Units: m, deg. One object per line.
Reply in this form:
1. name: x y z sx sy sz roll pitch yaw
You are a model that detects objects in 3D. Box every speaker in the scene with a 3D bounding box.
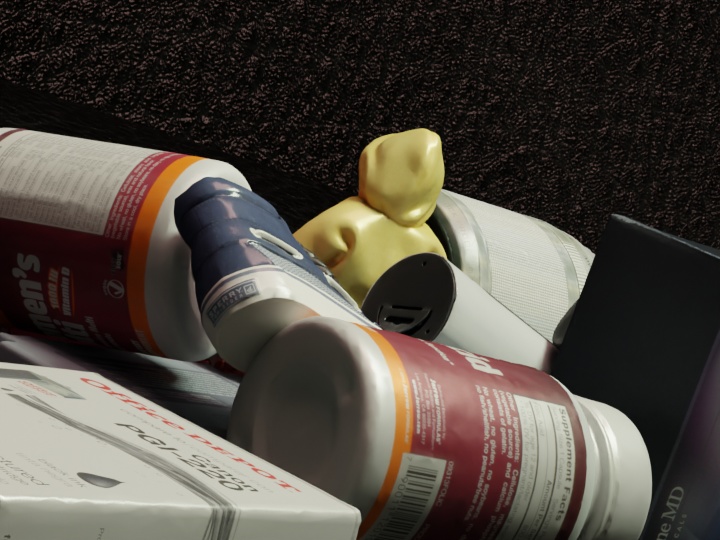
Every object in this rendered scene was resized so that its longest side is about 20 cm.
1. speaker: 0.087 0.068 1.402 0.200 0.081 0.081 37 -6 -39

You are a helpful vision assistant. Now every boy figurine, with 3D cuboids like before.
1. boy figurine: 0.000 0.000 1.411 0.124 0.200 0.064 14 7 -20

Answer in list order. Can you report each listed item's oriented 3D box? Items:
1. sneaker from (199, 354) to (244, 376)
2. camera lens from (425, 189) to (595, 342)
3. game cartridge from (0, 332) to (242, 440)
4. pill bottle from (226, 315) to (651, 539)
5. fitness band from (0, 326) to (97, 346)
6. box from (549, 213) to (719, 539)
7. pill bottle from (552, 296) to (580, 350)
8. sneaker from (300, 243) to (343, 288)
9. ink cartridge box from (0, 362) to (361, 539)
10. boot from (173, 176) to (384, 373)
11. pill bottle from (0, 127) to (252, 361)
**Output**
1. sneaker: -0.093 0.031 1.403 0.082 0.078 0.200 19 6 -25
2. camera lens: 0.074 0.029 1.584 0.200 0.160 0.160 15 8 -46
3. game cartridge: -0.097 0.079 1.157 0.133 0.041 0.200 20 5 37
4. pill bottle: 0.043 0.095 1.076 0.200 0.114 0.114 16 7 -39
5. fitness band: -0.168 -0.015 1.309 0.200 0.037 0.144 -1 43 -14
6. box: 0.211 0.096 1.235 0.198 0.200 0.123 15 8 -35
7. pill bottle: 0.219 0.089 1.391 0.200 0.112 0.112 47 1 -9
8. sneaker: -0.026 0.055 1.268 0.200 0.076 0.077 47 -21 14
9. ink cartridge box: -0.117 0.089 0.743 0.146 0.085 0.200 24 5 33
10. boot: -0.023 0.027 1.129 0.200 0.073 0.090 47 17 -51
11. pill bottle: -0.165 -0.019 1.185 0.200 0.110 0.110 9 1 23
